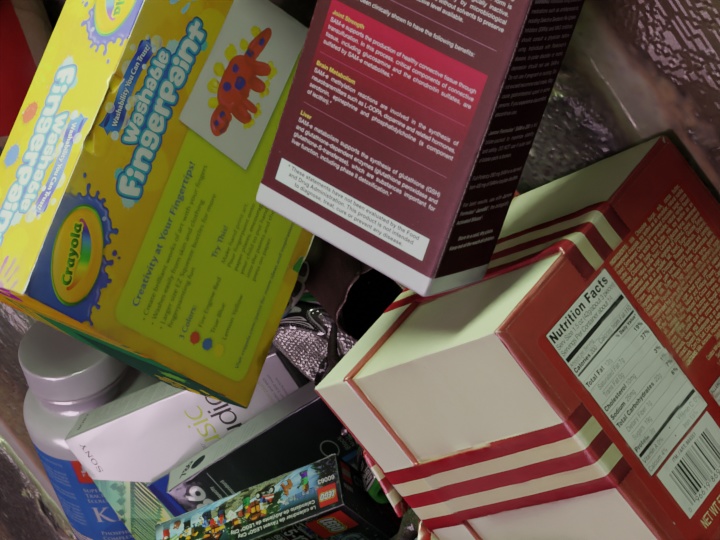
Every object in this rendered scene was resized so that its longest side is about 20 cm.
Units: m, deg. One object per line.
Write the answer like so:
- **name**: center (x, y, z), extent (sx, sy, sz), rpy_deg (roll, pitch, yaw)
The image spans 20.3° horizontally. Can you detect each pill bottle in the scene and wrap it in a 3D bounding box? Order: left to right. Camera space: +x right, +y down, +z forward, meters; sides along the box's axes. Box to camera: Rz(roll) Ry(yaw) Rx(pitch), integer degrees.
- **pill bottle**: center (-0.193, 0.126, 1.537), extent (0.112, 0.112, 0.201), rpy_deg (20, 142, 37)

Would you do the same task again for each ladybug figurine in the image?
- **ladybug figurine**: center (-0.263, -0.156, 1.327), extent (0.135, 0.072, 0.201), rpy_deg (29, 146, 27)

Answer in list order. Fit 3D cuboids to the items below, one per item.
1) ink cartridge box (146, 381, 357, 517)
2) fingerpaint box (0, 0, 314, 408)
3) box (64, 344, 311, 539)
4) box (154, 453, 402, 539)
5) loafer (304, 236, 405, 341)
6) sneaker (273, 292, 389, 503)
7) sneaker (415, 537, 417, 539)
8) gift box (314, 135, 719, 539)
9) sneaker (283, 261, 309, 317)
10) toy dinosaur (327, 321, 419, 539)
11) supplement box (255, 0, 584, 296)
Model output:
- **ink cartridge box**: center (-0.057, 0.151, 1.371), extent (0.199, 0.039, 0.100), rpy_deg (-34, 106, 33)
- **fingerpaint box**: center (-0.101, -0.052, 1.067), extent (0.073, 0.201, 0.166), rpy_deg (10, 165, 46)
- **box**: center (-0.094, 0.136, 1.418), extent (0.199, 0.036, 0.145), rpy_deg (-23, 110, 30)
- **box**: center (-0.027, 0.196, 1.336), extent (0.136, 0.038, 0.200), rpy_deg (-23, 145, 19)
- **loafer**: center (0.000, 0.000, 1.185), extent (0.199, 0.071, 0.073), rpy_deg (13, 137, 43)
- **sneaker**: center (0.017, 0.090, 1.258), extent (0.200, 0.085, 0.078), rpy_deg (40, 150, 12)
- **sneaker**: center (0.027, 0.218, 1.301), extent (0.070, 0.074, 0.200), rpy_deg (8, 151, 14)
- **gift box**: center (0.108, 0.073, 1.029), extent (0.201, 0.184, 0.186), rpy_deg (56, 147, -10)
- **sneaker**: center (-0.123, -0.029, 1.207), extent (0.200, 0.078, 0.090), rpy_deg (43, 154, 8)
- **toy dinosaur**: center (0.048, 0.113, 1.164), extent (0.102, 0.077, 0.201), rpy_deg (-25, 84, 47)
- **supplement box**: center (0.034, -0.103, 0.934), extent (0.108, 0.061, 0.201), rpy_deg (30, 113, 26)
